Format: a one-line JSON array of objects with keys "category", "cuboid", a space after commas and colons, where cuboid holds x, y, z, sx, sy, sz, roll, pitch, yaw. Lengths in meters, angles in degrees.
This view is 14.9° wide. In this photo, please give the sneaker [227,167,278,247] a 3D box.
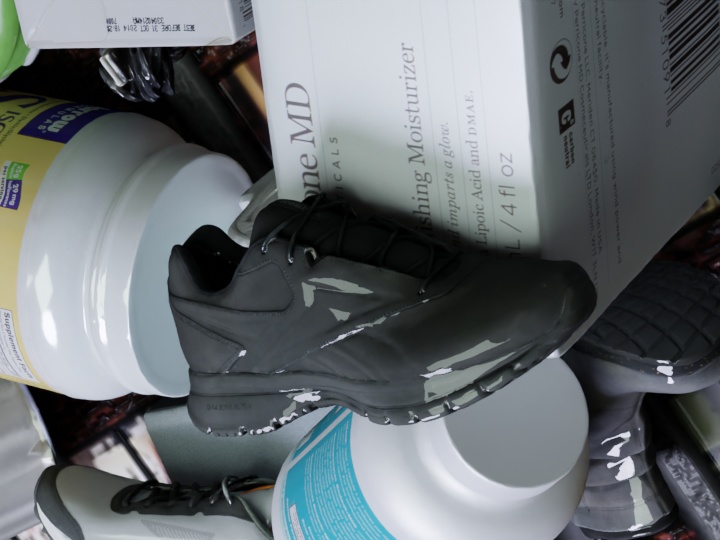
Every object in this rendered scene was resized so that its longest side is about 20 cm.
[{"category": "sneaker", "cuboid": [0.000, 0.000, 1.287, 0.074, 0.200, 0.118, -39, 96, 3]}]

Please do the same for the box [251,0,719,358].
[{"category": "box", "cuboid": [0.061, -0.101, 1.159, 0.130, 0.200, 0.200, 9, 122, 29]}]

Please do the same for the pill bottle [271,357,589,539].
[{"category": "pill bottle", "cuboid": [0.036, 0.093, 1.262, 0.111, 0.111, 0.200, 47, 154, 2]}]

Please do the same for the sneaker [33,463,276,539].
[{"category": "sneaker", "cuboid": [-0.077, 0.134, 1.433, 0.199, 0.074, 0.080, 18, 115, 18]}]

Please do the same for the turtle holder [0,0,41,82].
[{"category": "turtle holder", "cuboid": [-0.205, -0.177, 1.340, 0.140, 0.132, 0.186, 1, 115, 34]}]

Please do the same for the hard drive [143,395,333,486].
[{"category": "hard drive", "cuboid": [-0.008, 0.116, 1.439, 0.199, 0.033, 0.140, -12, 108, 38]}]

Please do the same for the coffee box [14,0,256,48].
[{"category": "coffee box", "cuboid": [-0.053, -0.167, 1.198, 0.114, 0.200, 0.080, 2, 115, 32]}]

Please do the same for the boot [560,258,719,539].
[{"category": "boot", "cuboid": [0.124, 0.065, 1.280, 0.200, 0.070, 0.132, 15, 130, 62]}]

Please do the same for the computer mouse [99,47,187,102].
[{"category": "computer mouse", "cuboid": [-0.114, -0.185, 1.286, 0.052, 0.139, 0.201, -1, 108, 6]}]

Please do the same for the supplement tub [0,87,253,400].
[{"category": "supplement tub", "cuboid": [-0.165, -0.016, 1.395, 0.199, 0.145, 0.146, 12, 121, 28]}]

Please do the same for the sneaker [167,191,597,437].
[{"category": "sneaker", "cuboid": [-0.001, 0.012, 1.090, 0.199, 0.076, 0.091, -9, 107, 33]}]

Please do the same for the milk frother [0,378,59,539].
[{"category": "milk frother", "cuboid": [-0.287, 0.073, 1.486, 0.180, 0.188, 0.201, 43, 149, 44]}]
